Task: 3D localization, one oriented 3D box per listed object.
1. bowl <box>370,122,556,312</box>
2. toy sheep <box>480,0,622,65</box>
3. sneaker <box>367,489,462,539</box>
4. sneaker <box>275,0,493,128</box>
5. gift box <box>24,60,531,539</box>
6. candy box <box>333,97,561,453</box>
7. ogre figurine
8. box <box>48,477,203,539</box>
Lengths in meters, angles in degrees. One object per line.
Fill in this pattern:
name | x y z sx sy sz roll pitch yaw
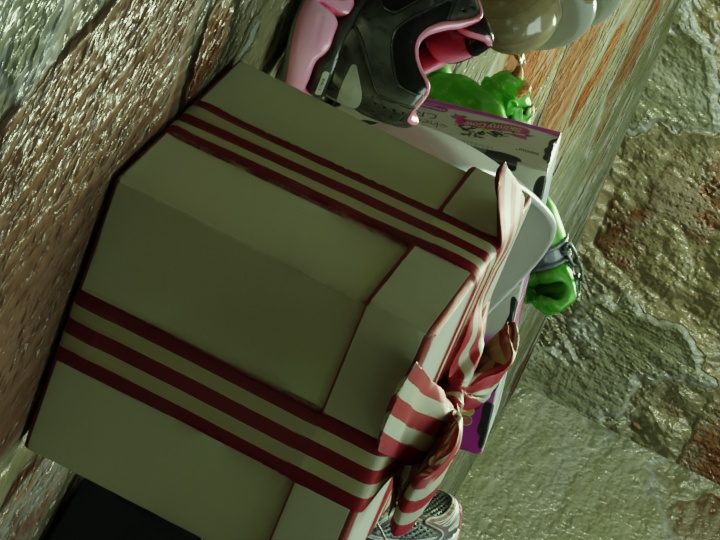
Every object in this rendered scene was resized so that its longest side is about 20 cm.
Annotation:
bowl | 0.000 0.000 1.653 0.200 0.075 0.200 -44 155 9
toy sheep | 0.114 -0.210 1.792 0.138 0.137 0.200 106 8 -56
sneaker | -0.016 0.146 1.928 0.081 0.199 0.075 43 -64 54
sneaker | 0.033 -0.148 1.565 0.079 0.095 0.200 104 13 -52
gift box | -0.025 0.022 1.386 0.185 0.186 0.200 -54 169 -54
candy box | 0.033 -0.002 1.783 0.061 0.136 0.201 -65 169 -60
ogre figurine | 0.067 -0.065 1.849 0.200 0.098 0.120 -112 -167 -46
box | -0.159 0.226 1.582 0.200 0.079 0.141 -61 174 -17
